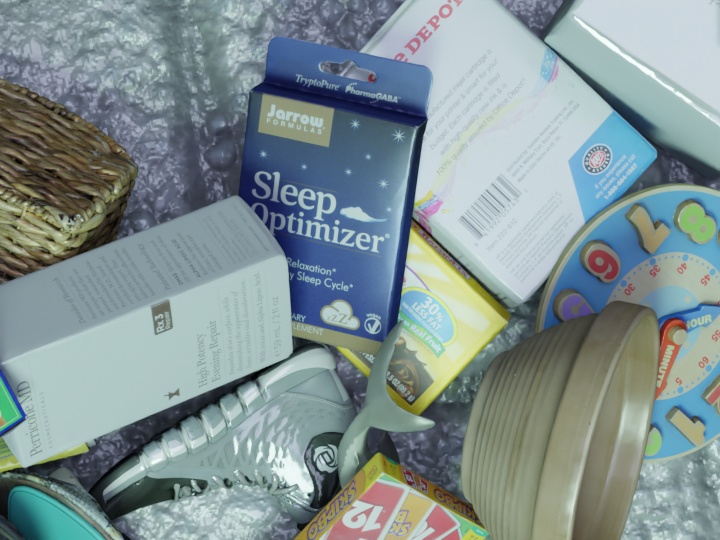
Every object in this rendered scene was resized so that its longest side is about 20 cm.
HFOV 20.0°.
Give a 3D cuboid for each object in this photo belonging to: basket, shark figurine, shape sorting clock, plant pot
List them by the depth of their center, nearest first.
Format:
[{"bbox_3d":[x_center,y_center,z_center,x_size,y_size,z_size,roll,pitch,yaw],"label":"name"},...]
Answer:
[{"bbox_3d":[0.124,0.112,1.321,0.092,0.201,0.202,13,85,20],"label":"plant pot"},{"bbox_3d":[-0.267,-0.040,1.383,0.199,0.143,0.150,24,120,4],"label":"basket"},{"bbox_3d":[0.019,0.132,1.394,0.127,0.215,0.090,-14,43,18],"label":"shark figurine"},{"bbox_3d":[0.212,0.039,1.414,0.199,0.039,0.202,-9,111,-23],"label":"shape sorting clock"}]

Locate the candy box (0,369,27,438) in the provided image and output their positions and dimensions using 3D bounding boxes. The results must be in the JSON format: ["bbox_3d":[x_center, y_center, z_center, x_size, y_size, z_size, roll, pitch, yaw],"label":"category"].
[{"bbox_3d":[-0.309,0.021,1.256,0.077,0.169,0.201,-35,108,-26],"label":"candy box"}]

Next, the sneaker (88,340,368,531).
[{"bbox_3d":[-0.082,0.144,1.400,0.199,0.075,0.116,-32,91,-6],"label":"sneaker"}]

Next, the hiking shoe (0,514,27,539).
[{"bbox_3d":[-0.293,0.207,1.331,0.101,0.199,0.076,-58,135,-38],"label":"hiking shoe"}]

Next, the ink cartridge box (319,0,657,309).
[{"bbox_3d":[0.082,-0.094,1.421,0.200,0.085,0.145,44,85,-1],"label":"ink cartridge box"}]

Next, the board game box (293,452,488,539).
[{"bbox_3d":[-0.014,0.213,1.365,0.095,0.030,0.200,31,117,-26],"label":"board game box"}]

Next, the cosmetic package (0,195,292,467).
[{"bbox_3d":[-0.147,0.038,1.315,0.199,0.102,0.074,-24,48,-20],"label":"cosmetic package"}]

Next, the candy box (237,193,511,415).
[{"bbox_3d":[0.000,0.000,1.423,0.200,0.026,0.102,43,103,0],"label":"candy box"}]

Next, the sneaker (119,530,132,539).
[{"bbox_3d":[-0.239,0.243,1.392,0.199,0.078,0.087,-26,127,-19],"label":"sneaker"}]

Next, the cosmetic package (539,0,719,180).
[{"bbox_3d":[0.245,-0.196,1.398,0.166,0.167,0.201,34,85,-2],"label":"cosmetic package"}]

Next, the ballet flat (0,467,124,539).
[{"bbox_3d":[-0.229,0.153,1.373,0.199,0.072,0.073,16,85,19],"label":"ballet flat"}]

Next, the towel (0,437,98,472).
[{"bbox_3d":[-0.277,0.095,1.375,0.199,0.023,0.144,-16,44,-6],"label":"towel"}]

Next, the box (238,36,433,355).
[{"bbox_3d":[-0.023,-0.049,1.377,0.120,0.032,0.201,13,110,14],"label":"box"}]
